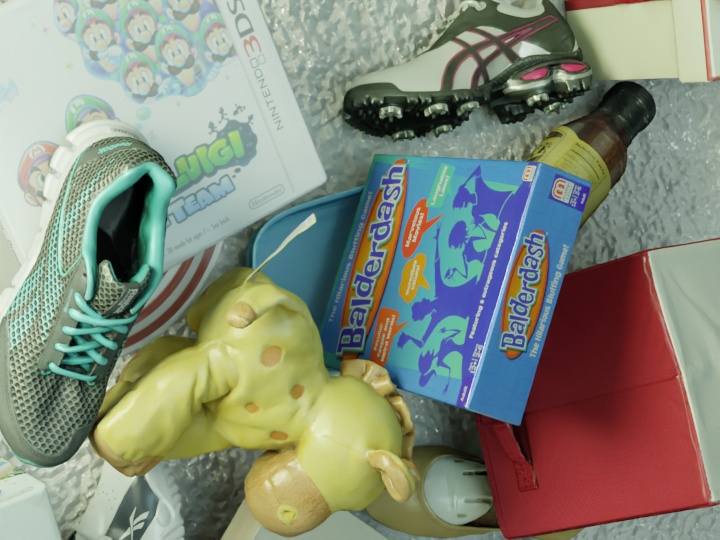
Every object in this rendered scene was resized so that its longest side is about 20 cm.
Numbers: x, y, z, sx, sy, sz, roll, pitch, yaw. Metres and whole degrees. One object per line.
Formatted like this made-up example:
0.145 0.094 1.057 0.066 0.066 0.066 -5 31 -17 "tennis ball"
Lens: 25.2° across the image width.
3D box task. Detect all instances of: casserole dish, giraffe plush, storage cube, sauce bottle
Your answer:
0.000 0.000 1.129 0.200 0.039 0.121 -18 103 -28 "casserole dish"
-0.046 0.088 0.984 0.200 0.173 0.162 -39 100 23 "giraffe plush"
0.199 0.077 1.124 0.200 0.180 0.171 -8 82 -44 "storage cube"
0.153 -0.070 1.176 0.200 0.066 0.066 -46 116 -38 "sauce bottle"

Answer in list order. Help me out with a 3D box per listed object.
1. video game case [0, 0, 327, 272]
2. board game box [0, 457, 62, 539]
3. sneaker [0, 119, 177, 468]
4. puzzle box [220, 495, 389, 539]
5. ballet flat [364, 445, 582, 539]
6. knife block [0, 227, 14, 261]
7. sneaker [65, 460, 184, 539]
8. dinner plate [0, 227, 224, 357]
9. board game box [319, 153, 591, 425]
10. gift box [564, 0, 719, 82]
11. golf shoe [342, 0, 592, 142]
-0.133 -0.090 0.951 0.200 0.024 0.182 -30 112 -23 "video game case"
-0.266 0.154 0.901 0.147 0.200 0.064 -21 105 -27 "board game box"
-0.152 0.015 0.889 0.078 0.091 0.200 13 92 -30 "sneaker"
-0.036 0.226 1.101 0.133 0.025 0.200 -59 138 -11 "puzzle box"
0.095 0.161 1.181 0.200 0.063 0.069 8 69 -31 "ballet flat"
-0.195 -0.099 0.995 0.176 0.064 0.200 -46 114 -18 "knife block"
-0.191 0.202 1.017 0.129 0.079 0.199 5 103 -38 "sneaker"
-0.172 -0.042 0.963 0.200 0.024 0.200 -5 101 -29 "dinner plate"
0.051 0.005 1.022 0.045 0.200 0.152 19 85 -28 "board game box"
0.254 -0.238 1.163 0.184 0.187 0.200 -18 105 -27 "gift box"
0.068 -0.145 1.144 0.200 0.077 0.088 -12 81 -30 "golf shoe"
